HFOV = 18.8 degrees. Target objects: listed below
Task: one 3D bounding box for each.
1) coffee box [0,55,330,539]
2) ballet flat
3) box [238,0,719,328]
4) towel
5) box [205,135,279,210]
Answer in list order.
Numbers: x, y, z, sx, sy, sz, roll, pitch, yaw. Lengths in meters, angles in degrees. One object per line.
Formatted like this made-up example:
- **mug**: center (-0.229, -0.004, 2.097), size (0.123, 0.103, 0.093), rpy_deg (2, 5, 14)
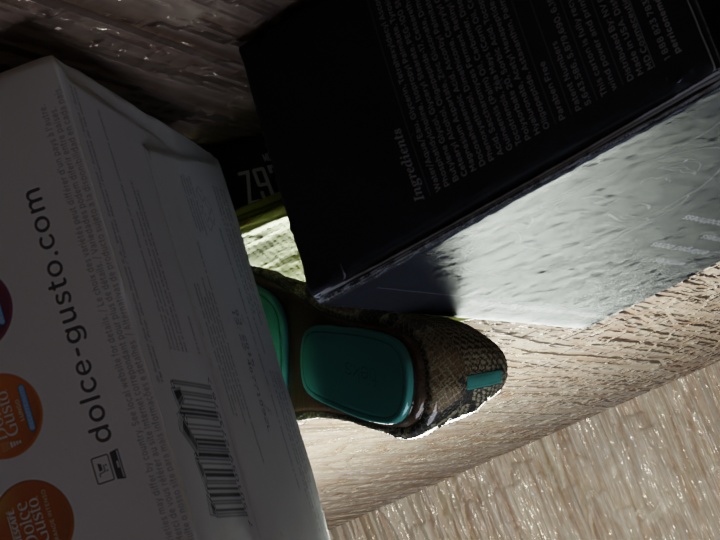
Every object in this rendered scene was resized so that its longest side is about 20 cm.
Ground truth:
- **coffee box**: center (-0.148, 0.058, 0.858), size (0.198, 0.200, 0.200), rpy_deg (-19, 170, 10)
- **ballet flat**: center (-0.013, 0.035, 0.967), size (0.075, 0.068, 0.200), rpy_deg (-4, -170, -42)
- **box**: center (0.096, -0.071, 0.884), size (0.197, 0.124, 0.200), rpy_deg (-31, 158, 32)
- **towel**: center (0.000, 0.000, 1.050), size (0.086, 0.018, 0.200), rpy_deg (-23, 156, 12)
- **box**: center (-0.075, -0.011, 1.098), size (0.160, 0.044, 0.200), rpy_deg (-16, 167, -29)
